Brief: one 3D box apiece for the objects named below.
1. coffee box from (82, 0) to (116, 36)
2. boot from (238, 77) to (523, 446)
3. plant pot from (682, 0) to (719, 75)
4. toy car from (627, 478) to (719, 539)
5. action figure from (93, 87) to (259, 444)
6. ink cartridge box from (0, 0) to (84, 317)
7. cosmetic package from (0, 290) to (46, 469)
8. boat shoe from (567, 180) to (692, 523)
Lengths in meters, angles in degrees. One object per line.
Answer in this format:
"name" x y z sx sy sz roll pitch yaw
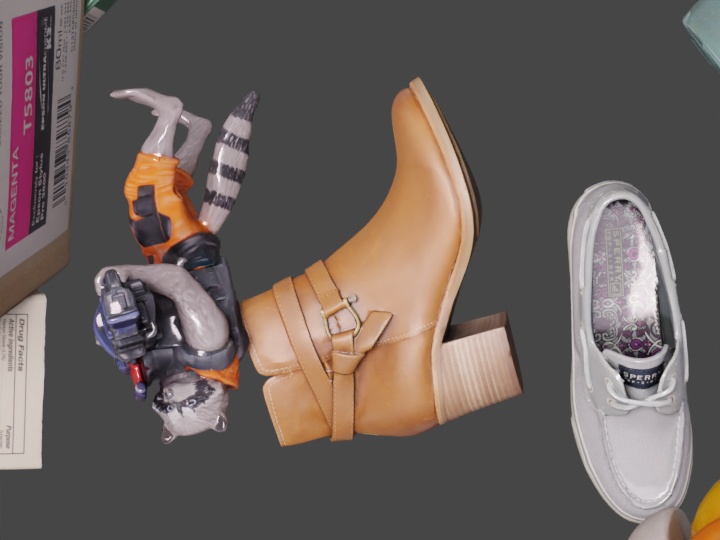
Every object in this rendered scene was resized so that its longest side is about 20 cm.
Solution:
"coffee box" -0.169 -0.223 0.995 0.123 0.044 0.200 44 94 2
"boot" 0.000 0.000 0.977 0.153 0.074 0.203 -13 88 8
"plant pot" 0.293 -0.141 0.901 0.196 0.200 0.201 -39 88 13
"toy car" 0.234 0.212 0.904 0.173 0.150 0.202 -16 97 23
"action figure" -0.099 -0.002 0.928 0.103 0.200 0.196 -4 89 -8
"ink cartridge box" -0.211 -0.081 0.905 0.074 0.165 0.202 8 107 7
"cosmetic package" -0.284 0.061 0.958 0.198 0.073 0.105 2 93 -22
"boat shoe" 0.153 0.050 0.964 0.069 0.072 0.204 -8 92 3
